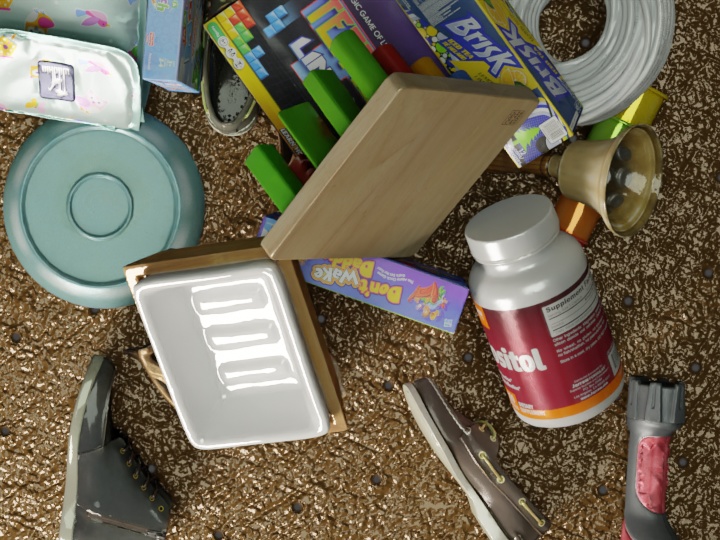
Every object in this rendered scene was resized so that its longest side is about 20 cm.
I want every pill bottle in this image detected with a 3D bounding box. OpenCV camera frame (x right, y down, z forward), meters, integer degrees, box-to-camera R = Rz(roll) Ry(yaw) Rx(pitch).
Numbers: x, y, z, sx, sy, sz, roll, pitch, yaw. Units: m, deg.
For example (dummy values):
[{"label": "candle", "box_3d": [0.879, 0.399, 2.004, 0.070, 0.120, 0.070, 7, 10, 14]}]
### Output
[{"label": "pill bottle", "box_3d": [0.167, 0.036, 1.658, 0.112, 0.113, 0.201, -21, 114, 2]}]

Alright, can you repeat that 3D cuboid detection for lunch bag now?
[{"label": "lunch bag", "box_3d": [-0.275, -0.238, 1.682, 0.169, 0.122, 0.201, 8, 101, -1]}]

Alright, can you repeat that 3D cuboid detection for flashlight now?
[{"label": "flashlight", "box_3d": [0.285, 0.206, 1.717, 0.067, 0.068, 0.201, 5, 94, 2]}]

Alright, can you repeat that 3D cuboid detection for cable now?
[{"label": "cable", "box_3d": [0.194, -0.233, 1.668, 0.200, 0.069, 0.201, 34, 102, 21]}]

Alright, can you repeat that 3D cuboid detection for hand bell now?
[{"label": "hand bell", "box_3d": [0.172, -0.100, 1.673, 0.199, 0.104, 0.105, 14, 94, 37]}]

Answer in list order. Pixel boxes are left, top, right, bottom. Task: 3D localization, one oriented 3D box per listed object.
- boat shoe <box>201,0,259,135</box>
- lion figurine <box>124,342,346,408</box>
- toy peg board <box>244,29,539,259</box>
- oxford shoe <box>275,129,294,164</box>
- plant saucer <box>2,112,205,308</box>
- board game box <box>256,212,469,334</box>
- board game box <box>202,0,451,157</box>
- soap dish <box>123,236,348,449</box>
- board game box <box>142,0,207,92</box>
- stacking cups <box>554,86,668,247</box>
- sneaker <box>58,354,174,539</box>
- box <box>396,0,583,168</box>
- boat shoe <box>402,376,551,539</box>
[{"label": "boat shoe", "box_3d": [-0.114, -0.230, 1.706, 0.072, 0.060, 0.203, 7, 93, 0]}, {"label": "lion figurine", "box_3d": [-0.120, 0.099, 1.727, 0.199, 0.073, 0.123, -17, 106, 16]}, {"label": "toy peg board", "box_3d": [0.016, -0.113, 1.539, 0.200, 0.199, 0.098, -50, 62, 29]}, {"label": "oxford shoe", "box_3d": [-0.060, -0.189, 1.685, 0.071, 0.071, 0.201, -12, 100, -23]}, {"label": "plant saucer", "box_3d": [-0.251, -0.062, 1.735, 0.199, 0.027, 0.202, 0, 93, 0]}, {"label": "board game box", "box_3d": [0.000, 0.000, 1.679, 0.199, 0.134, 0.045, 19, 94, 1]}, {"label": "board game box", "box_3d": [-0.018, -0.191, 1.620, 0.165, 0.057, 0.200, -33, 102, 17]}, {"label": "soap dish", "box_3d": [-0.107, 0.062, 1.611, 0.156, 0.081, 0.201, -8, 120, 18]}, {"label": "board game box", "box_3d": [-0.166, -0.244, 1.637, 0.036, 0.200, 0.152, 5, 93, 1]}, {"label": "stacking cups", "box_3d": [0.226, -0.088, 1.706, 0.060, 0.061, 0.201, 25, 93, 0]}, {"label": "sneaker", "box_3d": [-0.229, 0.182, 1.730, 0.106, 0.075, 0.201, 7, 102, -4]}, {"label": "box", "box_3d": [0.115, -0.196, 1.590, 0.064, 0.070, 0.200, -30, 105, 27]}, {"label": "boat shoe", "box_3d": [0.111, 0.182, 1.719, 0.059, 0.072, 0.201, -32, 95, -4]}]
